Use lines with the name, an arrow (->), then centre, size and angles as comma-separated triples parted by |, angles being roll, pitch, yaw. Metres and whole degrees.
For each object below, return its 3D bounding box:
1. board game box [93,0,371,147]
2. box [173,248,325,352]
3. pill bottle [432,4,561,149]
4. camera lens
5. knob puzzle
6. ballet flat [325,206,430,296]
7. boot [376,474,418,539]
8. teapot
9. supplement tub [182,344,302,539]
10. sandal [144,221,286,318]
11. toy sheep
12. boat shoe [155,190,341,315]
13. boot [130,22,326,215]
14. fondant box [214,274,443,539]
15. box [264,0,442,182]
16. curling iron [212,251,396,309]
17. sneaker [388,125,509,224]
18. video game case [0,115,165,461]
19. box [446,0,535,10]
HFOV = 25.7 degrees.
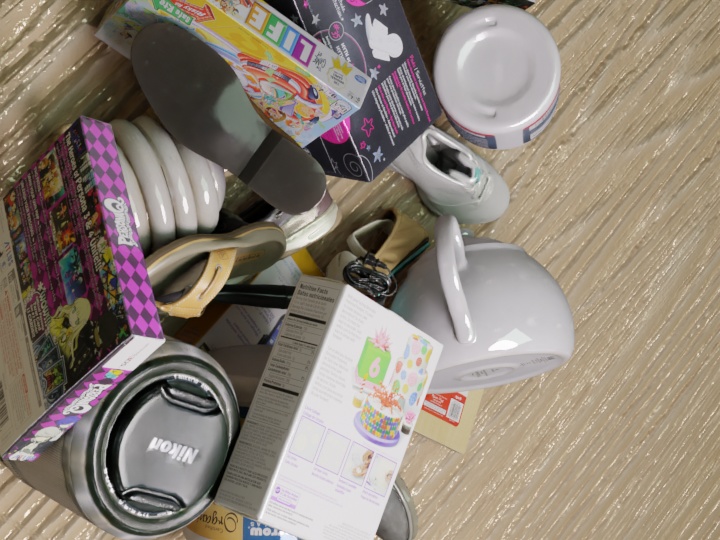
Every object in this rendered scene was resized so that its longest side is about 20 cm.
board game box -> -0.107, -0.178, 1.315 | 0.199, 0.134, 0.034 | 33, 59, -20
box -> -0.106, 0.072, 1.484 | 0.200, 0.041, 0.119 | -47, 127, -20
pill bottle -> 0.133, -0.179, 1.524 | 0.200, 0.119, 0.121 | 23, 83, -83
camera lens -> -0.208, 0.121, 1.297 | 0.159, 0.199, 0.162 | -11, 108, -39
knob puzzle -> 0.080, 0.072, 1.647 | 0.219, 0.030, 0.222 | -12, 106, -49
ballet flat -> 0.000, 0.000, 1.517 | 0.063, 0.069, 0.200 | 48, 37, -2
boot -> -0.048, 0.245, 1.554 | 0.200, 0.072, 0.183 | -39, 110, -35
teapot -> 0.108, 0.030, 1.525 | 0.196, 0.200, 0.148 | -1, 74, -32
supplement tub -> -0.086, 0.178, 1.401 | 0.144, 0.144, 0.202 | -7, 104, -39
sandal -> -0.132, 0.009, 1.313 | 0.199, 0.080, 0.054 | -16, 68, -44
toy sheep -> -0.182, -0.070, 1.323 | 0.198, 0.138, 0.139 | -20, 114, -17
boat shoe -> -0.112, -0.028, 1.424 | 0.199, 0.072, 0.065 | -29, 109, -14
boot -> -0.114, -0.125, 1.308 | 0.074, 0.075, 0.200 | -45, 104, 3
fondant box -> -0.023, 0.124, 1.309 | 0.144, 0.058, 0.202 | 32, 76, -46
box -> -0.033, -0.198, 1.418 | 0.115, 0.132, 0.201 | -42, 125, -29
curling iron -> -0.061, 0.015, 1.410 | 0.198, 0.026, 0.050 | -5, 75, -24
sneaker -> 0.098, -0.096, 1.585 | 0.199, 0.088, 0.076 | 28, 81, -42
video game case -> -0.233, 0.015, 1.206 | 0.036, 0.181, 0.201 | 13, 47, -43
box -> 0.088, -0.345, 1.485 | 0.136, 0.038, 0.202 | 7, 65, -42
